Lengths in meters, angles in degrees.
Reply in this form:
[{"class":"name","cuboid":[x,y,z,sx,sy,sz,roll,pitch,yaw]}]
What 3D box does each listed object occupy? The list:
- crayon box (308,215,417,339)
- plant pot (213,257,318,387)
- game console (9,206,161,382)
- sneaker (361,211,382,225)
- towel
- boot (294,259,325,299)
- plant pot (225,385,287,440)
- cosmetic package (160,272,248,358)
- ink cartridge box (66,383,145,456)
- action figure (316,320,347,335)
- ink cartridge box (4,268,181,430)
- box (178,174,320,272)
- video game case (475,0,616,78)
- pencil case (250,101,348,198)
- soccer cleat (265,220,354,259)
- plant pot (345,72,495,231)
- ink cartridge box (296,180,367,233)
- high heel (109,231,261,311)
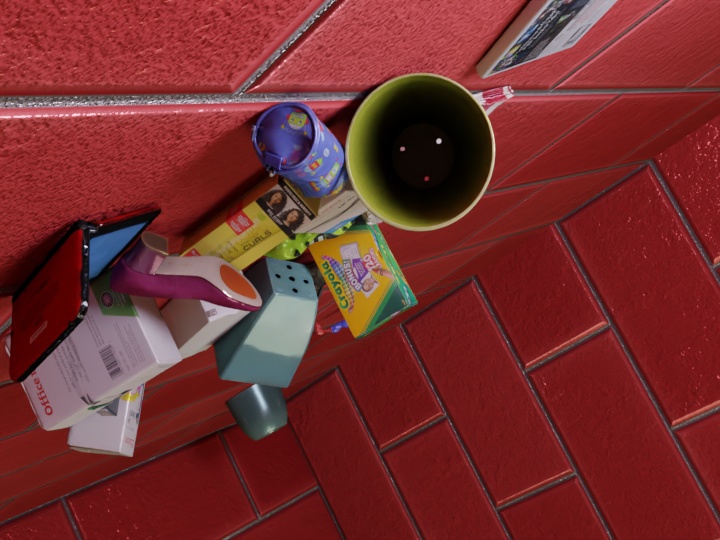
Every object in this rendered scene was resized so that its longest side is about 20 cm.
[{"class":"crayon box","cuboid":[0.000,0.000,1.672,0.118,0.203,0.058,-31,171,20]},{"class":"plant pot","cuboid":[-0.164,0.083,1.714,0.139,0.143,0.201,11,130,-28]},{"class":"game console","cuboid":[-0.328,0.028,1.149,0.117,0.175,0.199,15,143,-36]},{"class":"sneaker","cuboid":[0.027,-0.107,1.543,0.087,0.075,0.199,-44,164,19]},{"class":"towel","cuboid":[0.131,-0.220,1.462,0.198,0.023,0.144,-22,169,-38]},{"class":"boot","cuboid":[-0.141,0.026,1.851,0.172,0.070,0.200,-13,158,-41]},{"class":"plant pot","cuboid":[-0.341,0.482,3.285,0.198,0.163,0.201,-27,170,-5]},{"class":"cosmetic package","cuboid":[-0.279,0.080,1.654,0.112,0.082,0.199,-19,165,-46]},{"class":"ink cartridge box","cuboid":[-0.381,0.178,1.469,0.086,0.204,0.145,9,166,-3]},{"class":"action figure","cuboid":[-0.026,0.119,2.656,0.195,0.101,0.065,-7,175,5]},{"class":"ink cartridge box","cuboid":[-0.373,0.110,1.336,0.198,0.148,0.084,-30,171,11]},{"class":"box","cuboid":[-0.151,-0.058,1.293,0.198,0.075,0.051,-32,-153,24]},{"class":"video game case","cuboid":[0.264,-0.334,1.256,0.180,0.024,0.200,-24,170,-28]},{"class":"pencil case","cuboid":[-0.067,-0.137,1.138,0.088,0.077,0.200,-58,168,2]},{"class":"soccer cleat","cuboid":[-0.083,-0.072,1.511,0.080,0.069,0.199,4,-156,37]},{"class":"plant pot","cuboid":[0.079,-0.151,1.263,0.185,0.190,0.200,-29,-178,6]},{"class":"ink cartridge box","cuboid":[-0.053,-0.109,1.360,0.115,0.069,0.199,-33,169,22]},{"class":"high heel","cuboid":[-0.231,0.023,1.276,0.198,0.068,0.096,30,121,-25]}]
